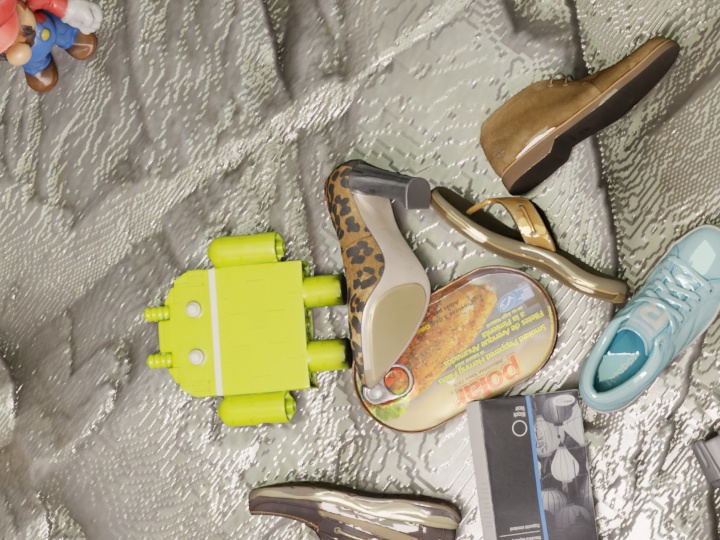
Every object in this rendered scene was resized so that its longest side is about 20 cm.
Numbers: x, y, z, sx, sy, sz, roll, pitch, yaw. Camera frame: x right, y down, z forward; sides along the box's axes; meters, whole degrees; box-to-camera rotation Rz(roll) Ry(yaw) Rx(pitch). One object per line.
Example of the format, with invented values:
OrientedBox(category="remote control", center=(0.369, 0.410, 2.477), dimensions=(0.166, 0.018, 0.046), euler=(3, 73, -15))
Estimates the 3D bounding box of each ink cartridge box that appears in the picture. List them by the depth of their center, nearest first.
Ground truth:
OrientedBox(category="ink cartridge box", center=(0.156, 0.209, 1.390), dimensions=(0.099, 0.039, 0.200), euler=(-6, 85, -17))

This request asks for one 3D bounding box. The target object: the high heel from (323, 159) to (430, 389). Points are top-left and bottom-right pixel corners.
OrientedBox(category="high heel", center=(0.000, 0.000, 1.446), dimensions=(0.143, 0.071, 0.200), euler=(18, 99, 54))

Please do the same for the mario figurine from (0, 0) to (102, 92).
OrientedBox(category="mario figurine", center=(-0.315, -0.209, 1.474), dimensions=(0.106, 0.200, 0.124), euler=(17, 90, 15))

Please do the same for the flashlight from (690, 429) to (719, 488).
OrientedBox(category="flashlight", center=(0.349, 0.230, 1.346), dimensions=(0.068, 0.068, 0.200), euler=(-28, 81, 5))

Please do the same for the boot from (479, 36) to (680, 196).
OrientedBox(category="boot", center=(0.195, -0.158, 1.418), dimensions=(0.200, 0.074, 0.075), euler=(-37, 68, 11))

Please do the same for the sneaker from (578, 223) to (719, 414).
OrientedBox(category="sneaker", center=(0.264, 0.045, 1.374), dimensions=(0.074, 0.082, 0.200), euler=(34, 94, 13))

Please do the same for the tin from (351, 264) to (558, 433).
OrientedBox(category="tin", center=(0.088, 0.074, 1.438), dimensions=(0.200, 0.042, 0.112), euler=(-29, 76, 10))

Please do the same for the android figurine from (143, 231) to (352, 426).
OrientedBox(category="android figurine", center=(-0.109, 0.056, 1.486), dimensions=(0.200, 0.041, 0.182), euler=(-4, 85, 12))

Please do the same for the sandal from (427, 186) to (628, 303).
OrientedBox(category="sandal", center=(0.155, -0.033, 1.408), dimensions=(0.200, 0.080, 0.054), euler=(27, 103, 8))

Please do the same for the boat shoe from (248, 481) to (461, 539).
OrientedBox(category="boat shoe", center=(-0.010, 0.236, 1.430), dimensions=(0.200, 0.074, 0.073), euler=(6, 87, 15))
